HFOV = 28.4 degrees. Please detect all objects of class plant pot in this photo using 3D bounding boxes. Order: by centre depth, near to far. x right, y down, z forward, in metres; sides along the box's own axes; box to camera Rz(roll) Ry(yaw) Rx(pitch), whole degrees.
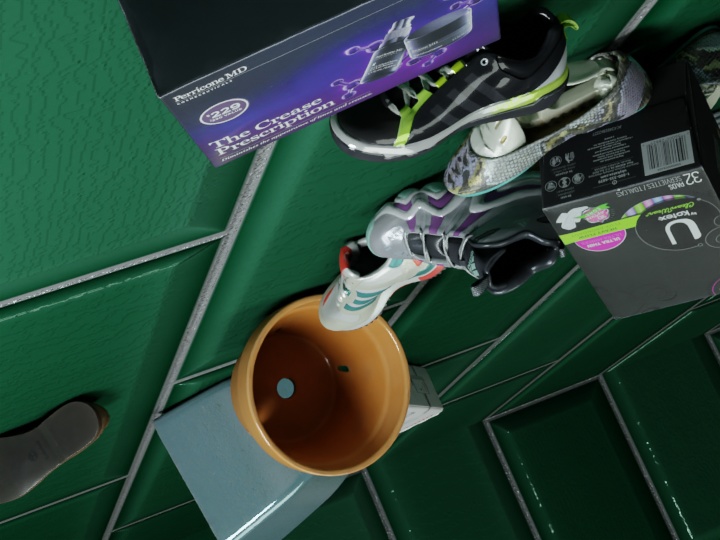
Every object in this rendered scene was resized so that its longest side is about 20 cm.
[{"bbox_3d":[-0.061,0.133,1.627,0.199,0.201,0.140,-17,180,-27],"label":"plant pot"},{"bbox_3d":[-0.112,0.227,1.874,0.200,0.196,0.196,-35,164,12],"label":"plant pot"}]

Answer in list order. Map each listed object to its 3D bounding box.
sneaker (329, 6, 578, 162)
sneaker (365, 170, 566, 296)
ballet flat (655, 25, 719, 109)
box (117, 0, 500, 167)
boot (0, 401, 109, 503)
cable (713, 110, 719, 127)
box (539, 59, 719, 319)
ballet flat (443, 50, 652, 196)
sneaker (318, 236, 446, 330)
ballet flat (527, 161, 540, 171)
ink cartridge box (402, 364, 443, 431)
[{"bbox_3d":[0.067,-0.149,1.055,0.199,0.072,0.083,-21,142,-14],"label":"sneaker"},{"bbox_3d":[0.096,-0.020,1.325,0.199,0.140,0.078,-14,127,16],"label":"sneaker"},{"bbox_3d":[0.279,-0.151,1.344,0.074,0.074,0.200,-13,163,-37],"label":"ballet flat"},{"bbox_3d":[-0.024,-0.150,0.835,0.199,0.079,0.141,-24,164,2],"label":"box"},{"bbox_3d":[-0.375,0.212,1.631,0.199,0.074,0.075,-28,176,6],"label":"boot"},{"bbox_3d":[0.393,-0.118,1.658,0.200,0.069,0.200,-29,166,22],"label":"cable"},{"bbox_3d":[0.264,-0.068,1.302,0.148,0.125,0.200,-14,144,22],"label":"box"},{"bbox_3d":[0.152,-0.135,1.232,0.200,0.072,0.072,-27,166,12],"label":"ballet flat"},{"bbox_3d":[0.000,0.000,1.487,0.093,0.071,0.200,12,148,-38],"label":"sneaker"},{"bbox_3d":[0.200,-0.093,1.462,0.072,0.068,0.200,-8,175,29],"label":"ballet flat"},{"bbox_3d":[0.029,0.214,2.262,0.146,0.083,0.200,-27,165,14],"label":"ink cartridge box"}]
